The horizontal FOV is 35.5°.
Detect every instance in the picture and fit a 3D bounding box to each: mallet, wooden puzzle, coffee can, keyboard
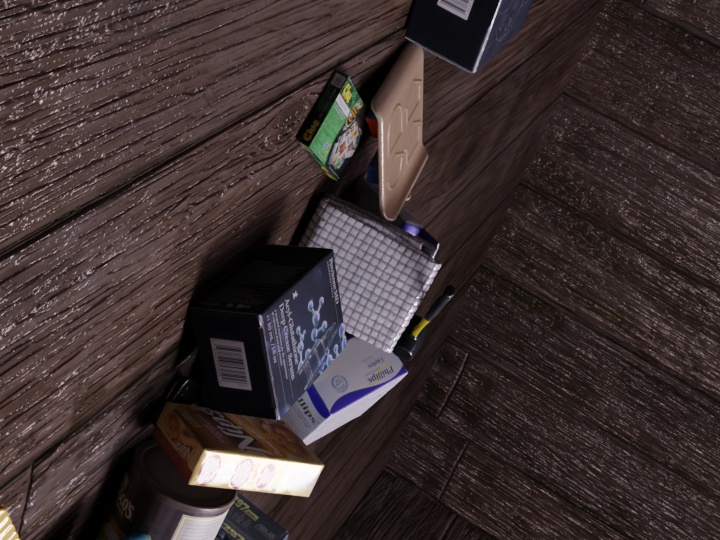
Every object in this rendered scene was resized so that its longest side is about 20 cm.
[{"bbox_3d":[0.101,0.062,1.637,0.066,0.041,0.200,-60,-178,-37],"label":"mallet"},{"bbox_3d":[0.049,-0.203,1.637,0.186,0.046,0.201,-62,154,-44],"label":"wooden puzzle"},{"bbox_3d":[-0.267,0.346,1.481,0.201,0.146,0.146,-64,168,16],"label":"coffee can"},{"bbox_3d":[-0.227,0.171,1.546,0.127,0.021,0.200,-53,168,-10],"label":"keyboard"}]

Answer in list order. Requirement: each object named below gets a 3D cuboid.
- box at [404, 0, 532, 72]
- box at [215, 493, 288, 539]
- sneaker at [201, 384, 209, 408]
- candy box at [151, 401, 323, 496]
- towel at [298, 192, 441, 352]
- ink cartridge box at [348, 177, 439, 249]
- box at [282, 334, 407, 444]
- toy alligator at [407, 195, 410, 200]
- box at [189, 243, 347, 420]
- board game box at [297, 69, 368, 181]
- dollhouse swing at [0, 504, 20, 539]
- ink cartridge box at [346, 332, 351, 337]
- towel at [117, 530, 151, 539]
[{"bbox_3d":[0.178,-0.419,1.583,0.197,0.123,0.201,-45,160,-48],"label":"box"},{"bbox_3d":[-0.208,0.389,1.699,0.051,0.199,0.158,-43,159,-39],"label":"box"},{"bbox_3d":[-0.177,0.195,1.559,0.073,0.082,0.201,-40,159,-39],"label":"sneaker"},{"bbox_3d":[-0.158,0.234,1.464,0.199,0.115,0.056,17,104,-42],"label":"candy box"},{"bbox_3d":[0.000,0.000,1.647,0.167,0.199,0.086,-63,-176,12],"label":"towel"},{"bbox_3d":[0.019,-0.012,1.749,0.040,0.200,0.201,8,116,-39],"label":"ink cartridge box"},{"bbox_3d":[-0.053,0.205,1.907,0.183,0.105,0.200,-25,166,-39],"label":"box"},{"bbox_3d":[0.035,-0.092,1.914,0.200,0.059,0.054,-52,166,-35],"label":"toy alligator"},{"bbox_3d":[-0.113,0.075,1.451,0.200,0.106,0.150,-45,133,-54],"label":"box"},{"bbox_3d":[-0.031,-0.189,1.500,0.105,0.023,0.200,-59,168,-3],"label":"board game box"},{"bbox_3d":[-0.369,0.358,1.071,0.175,0.182,0.201,-31,156,-24],"label":"dollhouse swing"},{"bbox_3d":[-0.010,0.039,1.975,0.145,0.084,0.201,-51,166,-34],"label":"ink cartridge box"},{"bbox_3d":[-0.340,0.403,1.348,0.199,0.022,0.148,-16,121,-36],"label":"towel"}]
